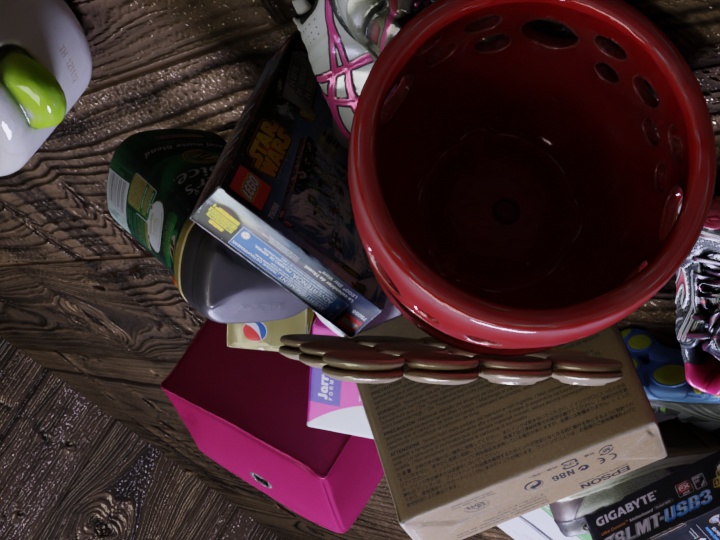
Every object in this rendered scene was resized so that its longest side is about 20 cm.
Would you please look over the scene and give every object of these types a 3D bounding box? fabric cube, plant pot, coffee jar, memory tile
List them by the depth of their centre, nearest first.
[{"bbox_3d":[0.089,-0.050,0.939,0.200,0.201,0.183,32,171,2],"label":"plant pot"},{"bbox_3d":[0.055,0.058,1.034,0.199,0.017,0.153,2,-176,-19],"label":"memory tile"},{"bbox_3d":[-0.107,-0.034,1.173,0.104,0.086,0.200,-3,-154,-29],"label":"coffee jar"},{"bbox_3d":[-0.055,0.117,1.624,0.196,0.200,0.199,28,162,16],"label":"fabric cube"}]

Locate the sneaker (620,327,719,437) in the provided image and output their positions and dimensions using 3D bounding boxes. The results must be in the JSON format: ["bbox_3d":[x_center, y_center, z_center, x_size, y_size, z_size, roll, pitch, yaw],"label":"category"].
[{"bbox_3d":[0.250,0.095,1.252,0.199,0.071,0.083,4,141,51],"label":"sneaker"}]

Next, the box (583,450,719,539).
[{"bbox_3d":[0.302,0.200,1.254,0.200,0.198,0.050,43,-155,-49],"label":"box"}]

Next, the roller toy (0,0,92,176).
[{"bbox_3d":[-0.331,-0.187,1.372,0.200,0.140,0.182,37,152,-6],"label":"roller toy"}]

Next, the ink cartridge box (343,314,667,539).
[{"bbox_3d":[0.106,0.094,1.198,0.075,0.199,0.165,56,-166,-56],"label":"ink cartridge box"}]

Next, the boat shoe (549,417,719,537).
[{"bbox_3d":[0.245,0.163,1.281,0.072,0.200,0.066,-98,-8,-72],"label":"boat shoe"}]

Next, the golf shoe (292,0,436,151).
[{"bbox_3d":[0.000,-0.149,1.033,0.092,0.073,0.200,35,154,12],"label":"golf shoe"}]

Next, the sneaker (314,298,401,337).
[{"bbox_3d":[0.000,0.000,1.293,0.088,0.075,0.200,29,-161,23],"label":"sneaker"}]

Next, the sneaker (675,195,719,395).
[{"bbox_3d":[0.242,0.016,1.049,0.080,0.075,0.200,22,159,29],"label":"sneaker"}]

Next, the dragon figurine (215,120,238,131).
[{"bbox_3d":[-0.008,-0.080,1.241,0.200,0.059,0.099,35,162,-11],"label":"dragon figurine"}]

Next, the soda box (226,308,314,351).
[{"bbox_3d":[-0.064,-0.009,1.306,0.064,0.200,0.068,4,115,2],"label":"soda box"}]

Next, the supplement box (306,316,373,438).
[{"bbox_3d":[0.064,0.084,1.346,0.199,0.103,0.102,9,116,13],"label":"supplement box"}]

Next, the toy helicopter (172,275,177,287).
[{"bbox_3d":[-0.137,-0.026,1.486,0.079,0.132,0.200,35,163,-11],"label":"toy helicopter"}]

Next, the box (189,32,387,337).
[{"bbox_3d":[-0.027,-0.064,1.107,0.137,0.200,0.040,38,128,-14],"label":"box"}]

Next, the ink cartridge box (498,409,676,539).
[{"bbox_3d":[0.189,0.164,1.418,0.084,0.146,0.200,38,162,-8],"label":"ink cartridge box"}]
